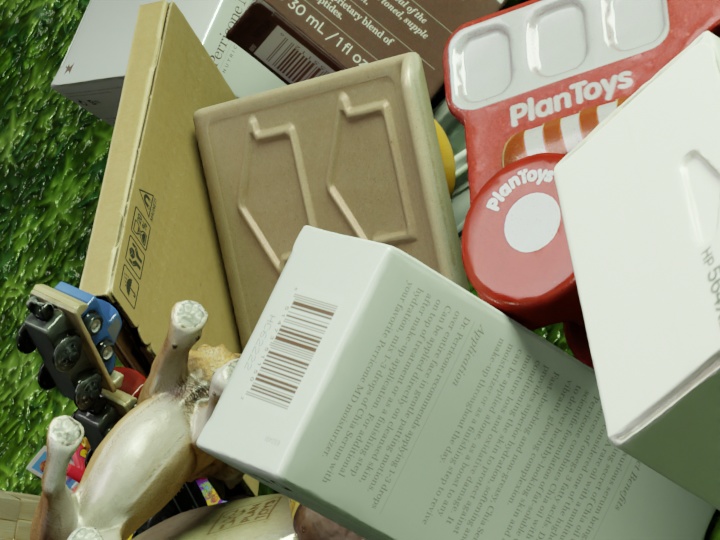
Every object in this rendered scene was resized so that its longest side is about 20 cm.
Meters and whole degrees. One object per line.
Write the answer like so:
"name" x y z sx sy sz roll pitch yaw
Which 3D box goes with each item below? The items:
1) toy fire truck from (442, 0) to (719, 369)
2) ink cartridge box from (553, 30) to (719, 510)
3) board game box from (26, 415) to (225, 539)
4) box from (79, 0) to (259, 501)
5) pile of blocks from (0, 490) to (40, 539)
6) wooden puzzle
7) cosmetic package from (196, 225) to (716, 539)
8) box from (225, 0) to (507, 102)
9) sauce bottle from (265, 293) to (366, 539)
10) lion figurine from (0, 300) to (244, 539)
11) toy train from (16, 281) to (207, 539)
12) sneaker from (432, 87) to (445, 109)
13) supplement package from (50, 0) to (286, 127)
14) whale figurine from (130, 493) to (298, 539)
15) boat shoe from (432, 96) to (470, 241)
"toy fire truck" 0.127 -0.056 1.199 0.199 0.112 0.169 -19 60 27
"ink cartridge box" 0.170 0.030 1.046 0.084 0.200 0.146 -41 34 27
"board game box" -0.118 0.091 1.575 0.200 0.039 0.158 -51 31 14
"box" -0.080 -0.010 1.485 0.021 0.164 0.201 -13 45 21
"pile of blocks" -0.184 0.190 1.535 0.082 0.062 0.200 -61 33 30
"wooden puzzle" 0.000 0.000 1.412 0.200 0.046 0.186 -10 92 56
"cosmetic package" 0.045 0.073 1.192 0.071 0.200 0.102 14 75 58
"box" 0.035 -0.166 1.466 0.200 0.100 0.075 -54 6 -19
"sauce bottle" -0.001 0.086 1.282 0.065 0.065 0.201 -40 40 28
"lion figurine" -0.101 0.093 1.331 0.200 0.072 0.123 -38 -18 -31
"toy train" -0.111 0.071 1.397 0.034 0.200 0.046 24 62 34
"sneaker" 0.022 -0.125 1.546 0.084 0.074 0.201 3 74 50
"supplement package" -0.056 -0.167 1.647 0.156 0.111 0.201 -1 62 56
"whale figurine" -0.041 0.159 1.362 0.199 0.104 0.159 -21 10 17
"boat shoe" 0.085 -0.087 1.409 0.200 0.067 0.074 -51 31 13
